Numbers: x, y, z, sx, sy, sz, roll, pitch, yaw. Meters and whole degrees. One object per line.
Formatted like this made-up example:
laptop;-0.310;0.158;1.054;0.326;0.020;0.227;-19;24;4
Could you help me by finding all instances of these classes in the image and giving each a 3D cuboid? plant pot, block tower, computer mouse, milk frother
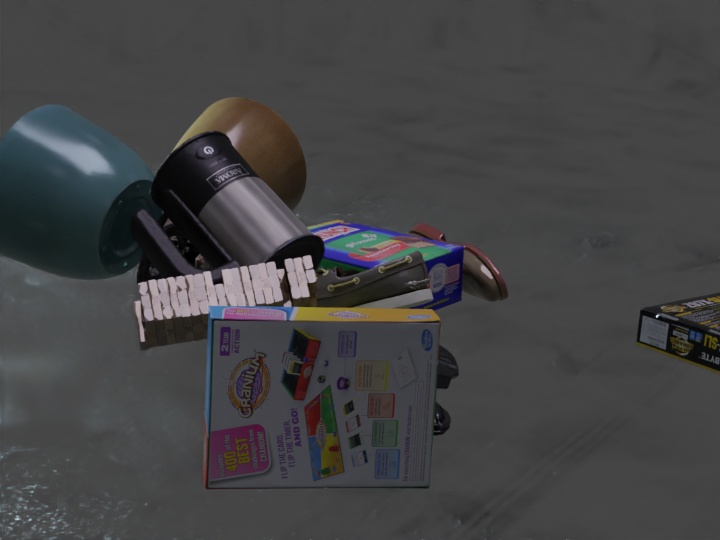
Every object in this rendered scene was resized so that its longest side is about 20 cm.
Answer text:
plant pot;-0.199;-0.113;2.135;0.184;0.189;0.200;10;29;24
plant pot;-0.339;-0.081;1.926;0.160;0.203;0.200;23;22;24
block tower;-0.145;0.034;1.691;0.197;0.058;0.055;-10;57;-8
computer mouse;0.067;0.122;1.582;0.058;0.034;0.200;20;20;-4
milk frother;-0.164;-0.019;1.834;0.180;0.201;0.188;-35;64;-16

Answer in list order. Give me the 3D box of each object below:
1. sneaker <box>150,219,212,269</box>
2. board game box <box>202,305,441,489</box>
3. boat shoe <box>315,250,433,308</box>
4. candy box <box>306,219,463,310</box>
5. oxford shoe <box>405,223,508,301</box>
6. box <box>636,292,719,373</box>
sneaker;-0.259;-0.037;2.000;0.198;0.071;0.075;10;17;25
board game box;-0.035;0.109;1.352;0.197;0.155;0.040;2;13;-10
boat shoe;-0.020;0.025;1.764;0.199;0.061;0.072;-11;-4;8
candy box;0.000;0.000;1.913;0.198;0.078;0.168;12;17;33
oxford shoe;0.108;0.005;1.982;0.074;0.071;0.199;-33;32;-22
box;0.444;0.070;1.815;0.198;0.050;0.159;-9;17;-39
